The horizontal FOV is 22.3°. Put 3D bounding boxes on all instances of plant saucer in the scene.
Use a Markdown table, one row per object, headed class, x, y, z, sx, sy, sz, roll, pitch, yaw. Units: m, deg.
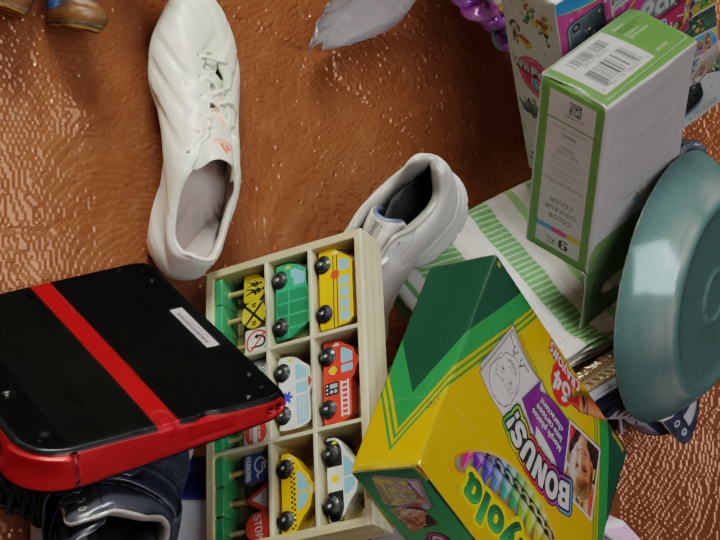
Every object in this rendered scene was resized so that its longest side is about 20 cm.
| class | x | y | z | sx | sy | sz | roll | pitch | yaw |
| --- | --- | --- | --- | --- | --- | --- | --- | --- | --- |
| plant saucer | 0.241 | 0.016 | 1.313 | 0.200 | 0.036 | 0.201 | -29 | 125 | -51 |

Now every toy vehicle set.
| class | x | y | z | sx | sy | sz | roll | pitch | yaw |
| --- | --- | --- | --- | --- | --- | --- | --- | --- | --- |
| toy vehicle set | -0.042 | 0.082 | 1.172 | 0.026 | 0.124 | 0.201 | 34 | 46 | -51 |

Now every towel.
| class | x | y | z | sx | sy | sz | roll | pitch | yaw |
| --- | --- | --- | --- | --- | --- | --- | --- | --- | --- |
| towel | 0.118 | 0.011 | 1.329 | 0.199 | 0.023 | 0.153 | -25 | 64 | -35 |

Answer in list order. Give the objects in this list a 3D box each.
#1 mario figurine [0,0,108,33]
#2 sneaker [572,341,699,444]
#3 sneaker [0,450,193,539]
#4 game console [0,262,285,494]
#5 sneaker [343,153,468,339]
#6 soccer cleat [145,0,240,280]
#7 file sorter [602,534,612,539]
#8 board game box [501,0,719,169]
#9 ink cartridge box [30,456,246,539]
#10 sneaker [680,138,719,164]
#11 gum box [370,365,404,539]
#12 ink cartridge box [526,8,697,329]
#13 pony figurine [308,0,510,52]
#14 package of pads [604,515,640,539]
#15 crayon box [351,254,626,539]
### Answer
| class | x | y | z | sx | sy | sz | roll | pitch | yaw |
| --- | --- | --- | --- | --- | --- | --- | --- | --- | --- |
| mario figurine | -0.186 | -0.261 | 1.187 | 0.123 | 0.105 | 0.201 | 10 | 90 | -62 |
| sneaker | 0.194 | 0.097 | 1.370 | 0.200 | 0.070 | 0.109 | -33 | 120 | -44 |
| sneaker | -0.205 | 0.136 | 1.111 | 0.201 | 0.146 | 0.077 | 2 | 119 | -3 |
| game console | -0.168 | 0.063 | 1.142 | 0.176 | 0.200 | 0.031 | -13 | 123 | -30 |
| sneaker | 0.000 | 0.000 | 1.243 | 0.074 | 0.087 | 0.201 | 28 | 78 | 15 |
| soccer cleat | -0.108 | -0.094 | 1.239 | 0.069 | 0.077 | 0.201 | 5 | 85 | -27 |
| file sorter | 0.179 | 0.311 | 1.257 | 0.201 | 0.124 | 0.139 | -55 | 142 | 2 |
| board game box | 0.183 | -0.168 | 1.315 | 0.147 | 0.064 | 0.201 | -36 | 140 | -17 |
| ink cartridge box | -0.118 | 0.192 | 1.201 | 0.198 | 0.041 | 0.201 | -1 | 86 | -5 |
| sneaker | 0.282 | -0.027 | 1.436 | 0.200 | 0.095 | 0.079 | 45 | 69 | -19 |
| gum box | 0.037 | 0.139 | 1.312 | 0.200 | 0.066 | 0.114 | -41 | 105 | -24 |
| ink cartridge box | 0.172 | -0.069 | 1.276 | 0.104 | 0.059 | 0.201 | -36 | 143 | -33 |
| pony figurine | 0.054 | -0.245 | 1.308 | 0.192 | 0.166 | 0.201 | -10 | 77 | -36 |
| package of pads | 0.109 | 0.241 | 1.295 | 0.199 | 0.076 | 0.121 | -2 | 117 | -45 |
| crayon box | 0.089 | 0.123 | 1.171 | 0.200 | 0.058 | 0.173 | 53 | 41 | -32 |
